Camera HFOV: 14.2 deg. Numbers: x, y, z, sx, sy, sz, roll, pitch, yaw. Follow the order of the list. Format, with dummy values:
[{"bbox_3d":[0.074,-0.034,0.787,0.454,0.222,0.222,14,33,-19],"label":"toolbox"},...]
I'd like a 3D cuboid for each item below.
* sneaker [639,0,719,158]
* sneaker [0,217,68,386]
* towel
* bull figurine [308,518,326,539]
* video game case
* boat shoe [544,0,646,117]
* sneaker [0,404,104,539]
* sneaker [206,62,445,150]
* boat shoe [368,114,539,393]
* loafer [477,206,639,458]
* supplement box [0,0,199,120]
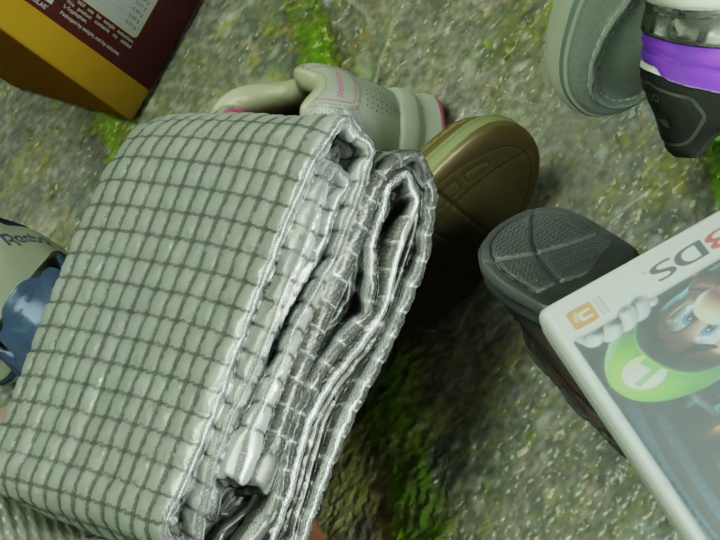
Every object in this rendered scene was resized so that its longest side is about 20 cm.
[{"bbox_3d":[0.203,-0.078,1.126,0.070,0.200,0.100,-118,27,-73],"label":"sneaker"},{"bbox_3d":[-0.195,-0.005,1.452,0.081,0.115,0.199,-53,8,-9],"label":"sneaker"},{"bbox_3d":[-0.062,0.032,1.260,0.165,0.086,0.200,6,72,53],"label":"towel"},{"bbox_3d":[-0.038,0.160,1.249,0.121,0.065,0.200,-49,27,9],"label":"bull figurine"},{"bbox_3d":[0.184,0.033,1.093,0.182,0.023,0.200,-30,40,-1],"label":"video game case"},{"bbox_3d":[0.150,-0.134,1.169,0.201,0.070,0.072,-52,36,20],"label":"boat shoe"},{"bbox_3d":[-0.163,0.108,1.377,0.105,0.075,0.200,-37,7,31],"label":"sneaker"},{"bbox_3d":[-0.058,-0.042,1.406,0.200,0.088,0.081,-36,42,24],"label":"sneaker"},{"bbox_3d":[0.001,0.001,1.327,0.201,0.073,0.063,-53,42,15],"label":"boat shoe"},{"bbox_3d":[0.120,0.043,1.190,0.072,0.063,0.200,-29,40,-15],"label":"loafer"},{"bbox_3d":[-0.178,-0.224,1.580,0.133,0.197,0.200,18,76,51],"label":"supplement box"}]
